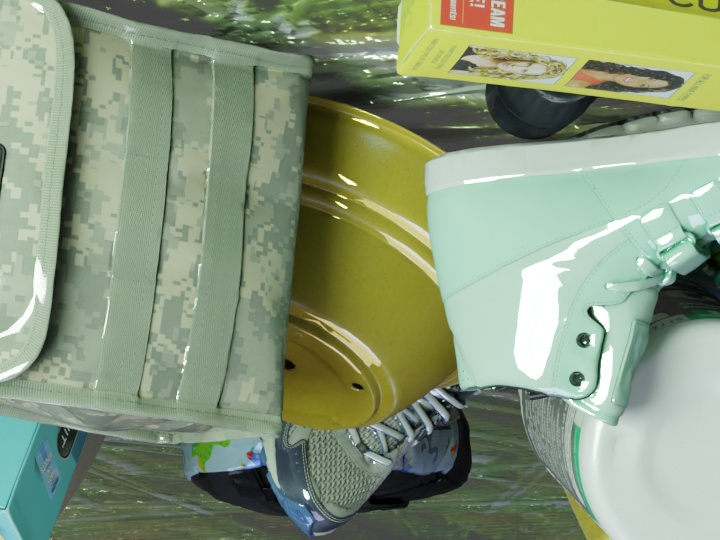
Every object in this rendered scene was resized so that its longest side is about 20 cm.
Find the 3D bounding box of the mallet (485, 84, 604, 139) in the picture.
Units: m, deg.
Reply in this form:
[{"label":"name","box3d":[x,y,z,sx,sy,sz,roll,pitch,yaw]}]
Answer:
[{"label":"mallet","box3d":[0.148,-0.073,1.219,0.200,0.041,0.066,3,168,-18]}]

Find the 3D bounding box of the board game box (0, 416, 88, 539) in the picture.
[{"label":"board game box","box3d":[-0.208,0.061,1.498,0.151,0.200,0.047,-2,135,20]}]

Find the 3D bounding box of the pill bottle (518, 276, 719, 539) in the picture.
[{"label":"pill bottle","box3d":[0.134,0.062,1.346,0.113,0.113,0.200,5,-172,-9]}]

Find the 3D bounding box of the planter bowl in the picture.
[{"label":"planter bowl","box3d":[-0.021,0.013,1.337,0.200,0.084,0.201,18,149,12]}]

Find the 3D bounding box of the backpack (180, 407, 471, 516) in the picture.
[{"label":"backpack","box3d":[-0.032,0.080,1.692,0.163,0.154,0.200,1,-172,15]}]

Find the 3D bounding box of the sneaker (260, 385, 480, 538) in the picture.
[{"label":"sneaker","box3d":[0.016,0.054,1.511,0.085,0.200,0.077,-20,117,38]}]

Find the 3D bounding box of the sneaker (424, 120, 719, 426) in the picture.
[{"label":"sneaker","box3d":[0.129,0.002,1.219,0.200,0.119,0.074,-7,175,18]}]

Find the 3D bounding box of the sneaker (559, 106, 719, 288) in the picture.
[{"label":"sneaker","box3d":[0.169,-0.025,1.309,0.200,0.080,0.077,9,165,-21]}]

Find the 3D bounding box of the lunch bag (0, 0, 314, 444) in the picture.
[{"label":"lunch bag","box3d":[-0.130,-0.023,1.202,0.200,0.164,0.118,10,170,-30]}]

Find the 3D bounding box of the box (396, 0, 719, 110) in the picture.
[{"label":"box","box3d":[0.114,-0.098,1.043,0.200,0.075,0.050,7,164,-12]}]

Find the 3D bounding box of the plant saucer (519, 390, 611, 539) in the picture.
[{"label":"plant saucer","box3d":[0.180,0.078,1.586,0.200,0.200,0.048,12,129,-34]}]

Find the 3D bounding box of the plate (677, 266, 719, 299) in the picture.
[{"label":"plate","box3d":[0.199,0.045,1.457,0.200,0.026,0.200,36,158,17]}]

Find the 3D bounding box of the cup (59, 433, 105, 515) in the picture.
[{"label":"cup","box3d":[-0.226,0.079,1.682,0.200,0.144,0.200,3,166,1]}]
